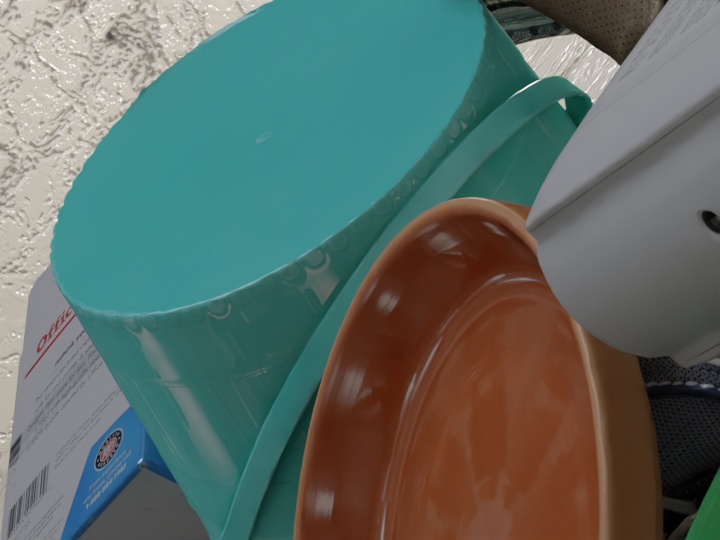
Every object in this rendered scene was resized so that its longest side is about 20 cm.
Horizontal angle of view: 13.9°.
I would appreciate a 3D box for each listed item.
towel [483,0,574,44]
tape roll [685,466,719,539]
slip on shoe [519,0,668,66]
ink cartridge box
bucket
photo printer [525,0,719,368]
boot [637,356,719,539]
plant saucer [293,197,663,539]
[{"bbox_3d":[0.066,-0.106,1.256,0.191,0.035,0.200,-10,1,-11],"label":"towel"},{"bbox_3d":[0.143,0.032,0.635,0.201,0.048,0.201,-53,8,10],"label":"tape roll"},{"bbox_3d":[0.094,-0.094,0.963,0.076,0.199,0.061,99,-170,-59],"label":"slip on shoe"},{"bbox_3d":[-0.089,0.054,1.212,0.116,0.068,0.201,-47,28,32],"label":"ink cartridge box"},{"bbox_3d":[0.000,0.000,1.032,0.206,0.135,0.208,-25,32,17],"label":"bucket"},{"bbox_3d":[0.134,-0.071,0.699,0.167,0.069,0.200,-53,6,-26],"label":"photo printer"},{"bbox_3d":[0.076,0.067,0.860,0.200,0.072,0.091,141,151,-72],"label":"boot"},{"bbox_3d":[0.033,0.081,0.837,0.200,0.032,0.202,153,120,-61],"label":"plant saucer"}]
